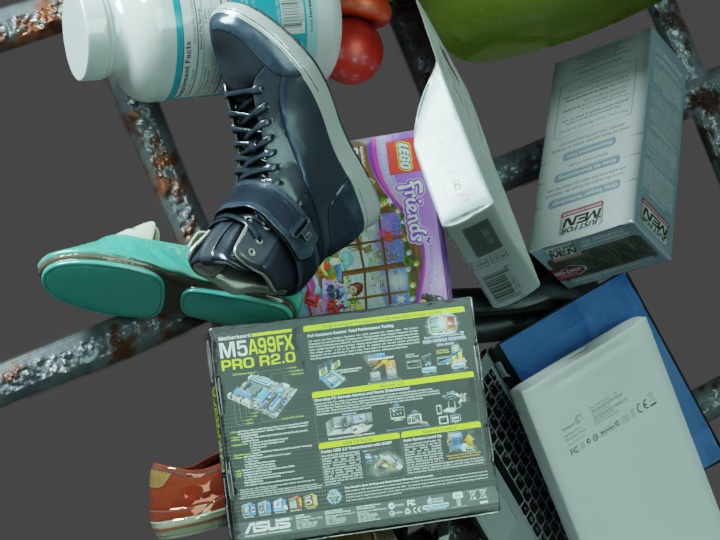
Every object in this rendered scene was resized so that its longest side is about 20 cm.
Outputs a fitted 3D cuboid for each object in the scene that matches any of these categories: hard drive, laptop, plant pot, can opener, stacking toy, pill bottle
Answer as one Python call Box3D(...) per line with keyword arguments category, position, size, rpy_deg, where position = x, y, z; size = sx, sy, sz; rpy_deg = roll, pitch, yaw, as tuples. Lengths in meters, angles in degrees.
Box3D(category="hard drive", position=(0.208, 0.156, 1.328), size=(0.131, 0.027, 0.201), rpy_deg=(-27, 101, -25))
Box3D(category="laptop", position=(0.174, 0.141, 1.331), size=(0.188, 0.115, 0.200), rpy_deg=(59, 38, -14))
Box3D(category="plant pot", position=(0.170, -0.264, 1.334), size=(0.186, 0.199, 0.189), rpy_deg=(-2, 93, -48))
Box3D(category="can opener", position=(0.114, 0.034, 1.382), size=(0.198, 0.079, 0.064), rpy_deg=(-12, 125, -21))
Box3D(category="stacking toy", position=(0.004, -0.250, 1.368), size=(0.085, 0.085, 0.202), rpy_deg=(16, 81, -20))
Box3D(category="pill bottle", position=(-0.122, -0.188, 1.281), size=(0.198, 0.111, 0.112), rpy_deg=(-8, 85, -24))

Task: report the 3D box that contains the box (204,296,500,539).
Box3D(category="box", position=(-0.006, 0.111, 1.228), size=(0.198, 0.044, 0.162), rpy_deg=(-7, 84, -10))

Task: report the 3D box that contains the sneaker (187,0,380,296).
Box3D(category="sneaker", position=(-0.080, -0.077, 1.202), size=(0.146, 0.077, 0.203), rpy_deg=(-43, 113, -32))

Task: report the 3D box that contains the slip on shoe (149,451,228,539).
Box3D(category="slip on shoe", position=(-0.068, 0.147, 1.272), size=(0.198, 0.074, 0.062), rpy_deg=(-15, 91, -19))

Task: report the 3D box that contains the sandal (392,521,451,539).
Box3D(category="sandal", position=(0.044, 0.160, 1.325), size=(0.047, 0.075, 0.202), rpy_deg=(0, 73, -4))

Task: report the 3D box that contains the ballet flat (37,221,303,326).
Box3D(category="ballet flat", position=(-0.141, 0.001, 1.267), size=(0.198, 0.068, 0.071), rpy_deg=(9, 48, -7))

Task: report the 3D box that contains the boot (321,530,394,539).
Box3D(category="boot", position=(0.004, 0.288, 1.282), size=(0.075, 0.074, 0.202), rpy_deg=(-10, 73, -12))

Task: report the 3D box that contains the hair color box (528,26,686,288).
Box3D(category="hair color box", position=(0.204, -0.093, 1.373), size=(0.061, 0.098, 0.201), rpy_deg=(40, 48, -36))

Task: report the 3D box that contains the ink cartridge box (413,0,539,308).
Box3D(category="ink cartridge box", position=(0.074, -0.090, 1.315), size=(0.057, 0.163, 0.201), rpy_deg=(-26, 61, 7))

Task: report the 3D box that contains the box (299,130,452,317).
Box3D(category="box", position=(0.000, 0.000, 1.305), size=(0.136, 0.039, 0.202), rpy_deg=(-9, 84, 10))
